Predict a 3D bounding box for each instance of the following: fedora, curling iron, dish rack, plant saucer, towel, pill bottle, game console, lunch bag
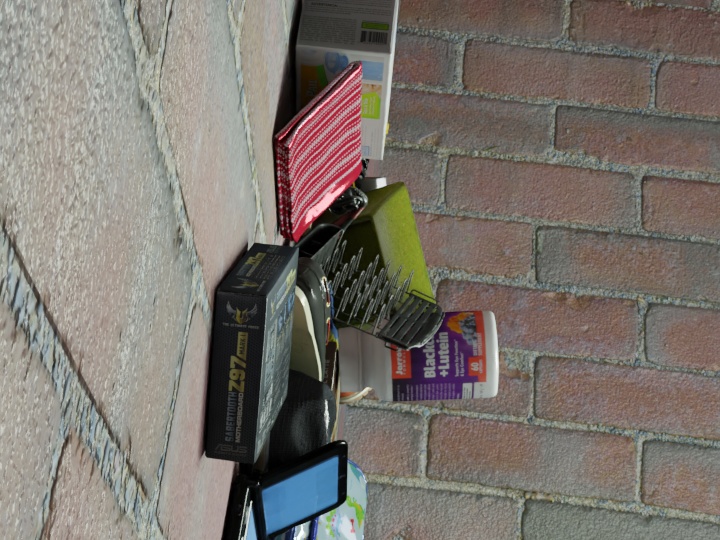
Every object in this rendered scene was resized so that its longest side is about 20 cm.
[{"bbox_3d":[-0.076,0.180,1.602,0.201,0.091,0.202,6,90,-88],"label":"fedora"},{"bbox_3d":[-0.043,-0.056,1.820,0.200,0.049,0.026,-51,-165,56],"label":"curling iron"},{"bbox_3d":[0.006,0.023,1.716,0.153,0.199,0.055,-48,159,-59],"label":"dish rack"},{"bbox_3d":[0.000,0.000,1.875,0.048,0.199,0.201,-15,90,-43],"label":"plant saucer"},{"bbox_3d":[-0.043,-0.132,1.593,0.145,0.022,0.200,-47,160,-25],"label":"towel"},{"bbox_3d":[0.072,0.110,1.774,0.111,0.199,0.112,-3,90,-89],"label":"pill bottle"},{"bbox_3d":[-0.081,0.295,1.541,0.200,0.116,0.177,91,6,-60],"label":"game console"},{"bbox_3d":[-0.064,0.329,1.807,0.161,0.082,0.201,41,46,-41],"label":"lunch bag"}]

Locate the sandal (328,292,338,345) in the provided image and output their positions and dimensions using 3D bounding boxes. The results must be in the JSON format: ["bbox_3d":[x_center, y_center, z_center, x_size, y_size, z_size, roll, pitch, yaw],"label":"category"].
[{"bbox_3d":[-0.062,0.062,1.841,0.200,0.079,0.088,93,1,-70],"label":"sandal"}]

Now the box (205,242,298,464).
[{"bbox_3d":[-0.100,0.071,1.311,0.200,0.051,0.159,-70,167,-75],"label":"box"}]

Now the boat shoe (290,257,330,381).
[{"bbox_3d":[-0.066,0.073,1.644,0.063,0.073,0.202,-48,149,-39],"label":"boat shoe"}]

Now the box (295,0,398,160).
[{"bbox_3d":[-0.018,-0.232,1.646,0.200,0.112,0.102,93,4,-58],"label":"box"}]

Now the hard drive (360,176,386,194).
[{"bbox_3d":[-0.010,-0.029,1.931,0.027,0.132,0.201,-15,104,-44],"label":"hard drive"}]

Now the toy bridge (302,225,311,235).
[{"bbox_3d":[-0.065,-0.117,1.832,0.200,0.027,0.068,-78,172,-62],"label":"toy bridge"}]

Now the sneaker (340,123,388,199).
[{"bbox_3d":[-0.004,-0.172,1.868,0.070,0.089,0.201,72,10,-58],"label":"sneaker"}]

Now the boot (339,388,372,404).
[{"bbox_3d":[-0.004,0.091,2.012,0.107,0.075,0.201,51,56,-44],"label":"boot"}]

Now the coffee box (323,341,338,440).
[{"bbox_3d":[-0.070,0.160,1.813,0.200,0.079,0.115,85,9,-76],"label":"coffee box"}]
